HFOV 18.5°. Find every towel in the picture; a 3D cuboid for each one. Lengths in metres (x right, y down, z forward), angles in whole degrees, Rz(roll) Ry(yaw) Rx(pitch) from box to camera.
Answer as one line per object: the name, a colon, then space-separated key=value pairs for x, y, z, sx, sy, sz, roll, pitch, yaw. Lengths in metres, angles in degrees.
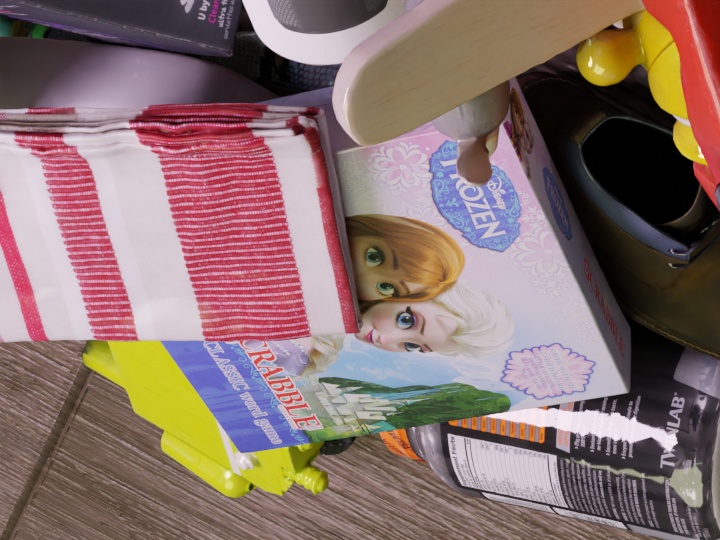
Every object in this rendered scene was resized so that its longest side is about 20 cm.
towel: x=-0.106 y=-0.014 z=0.932 sx=0.200 sy=0.023 sz=0.144 roll=-1 pitch=141 yaw=8

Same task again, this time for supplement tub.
supplement tub: x=0.115 y=0.068 z=1.150 sx=0.200 sy=0.123 sz=0.123 roll=10 pitch=149 yaw=30

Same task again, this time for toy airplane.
toy airplane: x=0.106 y=-0.110 z=0.748 sx=0.200 sy=0.200 sz=0.141 roll=16 pitch=-174 yaw=-16

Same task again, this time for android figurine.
android figurine: x=-0.098 y=0.071 z=1.348 sx=0.200 sy=0.041 sz=0.182 roll=30 pitch=152 yaw=28

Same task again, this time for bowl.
bowl: x=-0.117 y=-0.050 z=1.084 sx=0.200 sy=0.075 sz=0.200 roll=5 pitch=170 yaw=24

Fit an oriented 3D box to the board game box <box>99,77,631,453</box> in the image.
board game box: x=0.000 y=0.000 z=0.987 sx=0.199 sy=0.041 sz=0.200 roll=-11 pitch=139 yaw=19

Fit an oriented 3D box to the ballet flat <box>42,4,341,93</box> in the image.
ballet flat: x=-0.069 y=-0.127 z=1.050 sx=0.200 sy=0.074 sz=0.074 roll=9 pitch=148 yaw=27

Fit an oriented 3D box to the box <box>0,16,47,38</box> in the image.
box: x=-0.241 y=-0.152 z=1.162 sx=0.200 sy=0.048 sz=0.117 roll=26 pitch=153 yaw=-2

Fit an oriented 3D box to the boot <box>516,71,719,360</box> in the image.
boot: x=0.146 y=-0.012 z=1.000 sx=0.200 sy=0.075 sz=0.097 roll=37 pitch=179 yaw=-15

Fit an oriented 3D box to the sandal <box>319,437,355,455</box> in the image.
sandal: x=-0.062 y=0.071 z=1.405 sx=0.075 sy=0.048 sz=0.200 roll=46 pitch=161 yaw=-27

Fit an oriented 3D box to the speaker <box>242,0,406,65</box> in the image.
speaker: x=-0.031 y=-0.172 z=0.812 sx=0.081 sy=0.081 sz=0.200 roll=12 pitch=147 yaw=26

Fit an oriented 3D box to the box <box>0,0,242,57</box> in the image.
box: x=-0.152 y=-0.160 z=0.892 sx=0.200 sy=0.106 sz=0.122 roll=10 pitch=-178 yaw=-33

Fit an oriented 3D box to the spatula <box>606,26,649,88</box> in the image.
spatula: x=0.134 y=-0.086 z=0.974 sx=0.200 sy=0.021 sz=0.057 roll=34 pitch=156 yaw=-14
